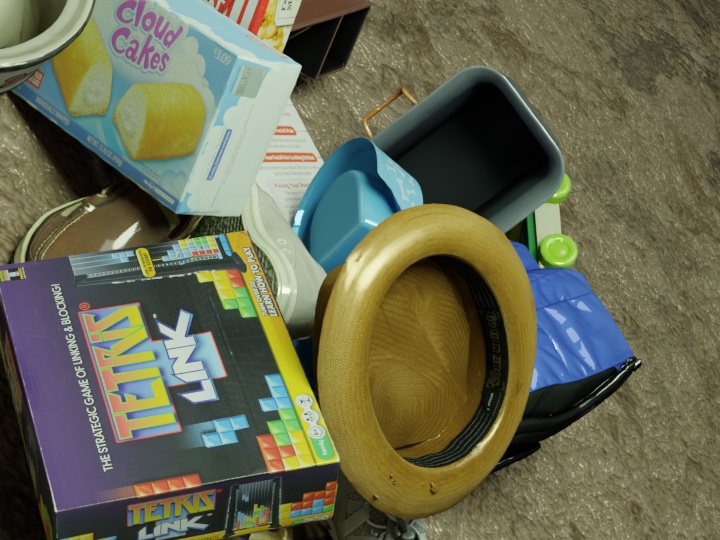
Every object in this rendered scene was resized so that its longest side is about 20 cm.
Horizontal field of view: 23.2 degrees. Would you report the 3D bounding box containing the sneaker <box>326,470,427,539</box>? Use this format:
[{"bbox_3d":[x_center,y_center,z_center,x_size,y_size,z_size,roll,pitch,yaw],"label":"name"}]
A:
[{"bbox_3d":[0.025,0.181,1.144,0.074,0.082,0.201,-6,88,-30],"label":"sneaker"}]

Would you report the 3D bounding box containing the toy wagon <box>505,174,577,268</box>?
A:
[{"bbox_3d":[0.155,-0.026,1.561,0.039,0.155,0.201,2,58,-5],"label":"toy wagon"}]

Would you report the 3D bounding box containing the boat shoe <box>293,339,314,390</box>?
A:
[{"bbox_3d":[-0.093,0.079,1.184,0.066,0.070,0.200,59,22,13],"label":"boat shoe"}]

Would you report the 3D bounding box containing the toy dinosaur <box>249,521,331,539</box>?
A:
[{"bbox_3d":[-0.070,0.178,1.115,0.101,0.058,0.201,-15,72,-58],"label":"toy dinosaur"}]

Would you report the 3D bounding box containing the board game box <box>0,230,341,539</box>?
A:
[{"bbox_3d":[-0.120,0.069,1.038,0.164,0.057,0.200,-8,45,-19],"label":"board game box"}]

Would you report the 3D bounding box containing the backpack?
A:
[{"bbox_3d":[0.076,0.076,1.341,0.200,0.163,0.168,-19,65,-47],"label":"backpack"}]

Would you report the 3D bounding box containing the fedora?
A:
[{"bbox_3d":[0.026,0.052,1.095,0.200,0.082,0.202,-10,105,-42],"label":"fedora"}]

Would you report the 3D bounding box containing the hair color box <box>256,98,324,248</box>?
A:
[{"bbox_3d":[-0.075,-0.063,1.357,0.111,0.064,0.201,-6,65,-57],"label":"hair color box"}]

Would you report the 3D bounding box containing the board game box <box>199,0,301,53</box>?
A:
[{"bbox_3d":[-0.116,-0.195,1.246,0.151,0.201,0.046,30,17,30],"label":"board game box"}]

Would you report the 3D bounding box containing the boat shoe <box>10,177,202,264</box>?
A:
[{"bbox_3d":[-0.161,-0.032,1.186,0.075,0.075,0.202,51,29,-5],"label":"boat shoe"}]

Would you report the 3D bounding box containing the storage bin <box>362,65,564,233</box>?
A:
[{"bbox_3d":[0.070,-0.088,1.479,0.146,0.200,0.134,53,18,-1],"label":"storage bin"}]

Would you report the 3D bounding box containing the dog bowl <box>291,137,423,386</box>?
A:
[{"bbox_3d":[0.000,0.000,1.223,0.049,0.111,0.201,25,42,-27],"label":"dog bowl"}]

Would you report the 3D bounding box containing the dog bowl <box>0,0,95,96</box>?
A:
[{"bbox_3d":[-0.277,-0.193,1.142,0.199,0.074,0.201,17,52,-23],"label":"dog bowl"}]

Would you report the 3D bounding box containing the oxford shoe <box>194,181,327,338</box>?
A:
[{"bbox_3d":[-0.069,-0.012,1.231,0.058,0.075,0.200,15,23,-30],"label":"oxford shoe"}]

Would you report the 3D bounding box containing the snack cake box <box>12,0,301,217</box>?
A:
[{"bbox_3d":[-0.145,-0.133,1.191,0.200,0.115,0.067,35,21,33],"label":"snack cake box"}]

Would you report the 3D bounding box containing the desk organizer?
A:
[{"bbox_3d":[-0.069,-0.200,1.464,0.077,0.072,0.200,30,24,13],"label":"desk organizer"}]

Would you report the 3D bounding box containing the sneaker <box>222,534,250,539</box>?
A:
[{"bbox_3d":[-0.115,0.123,1.062,0.115,0.075,0.201,23,45,-6],"label":"sneaker"}]
